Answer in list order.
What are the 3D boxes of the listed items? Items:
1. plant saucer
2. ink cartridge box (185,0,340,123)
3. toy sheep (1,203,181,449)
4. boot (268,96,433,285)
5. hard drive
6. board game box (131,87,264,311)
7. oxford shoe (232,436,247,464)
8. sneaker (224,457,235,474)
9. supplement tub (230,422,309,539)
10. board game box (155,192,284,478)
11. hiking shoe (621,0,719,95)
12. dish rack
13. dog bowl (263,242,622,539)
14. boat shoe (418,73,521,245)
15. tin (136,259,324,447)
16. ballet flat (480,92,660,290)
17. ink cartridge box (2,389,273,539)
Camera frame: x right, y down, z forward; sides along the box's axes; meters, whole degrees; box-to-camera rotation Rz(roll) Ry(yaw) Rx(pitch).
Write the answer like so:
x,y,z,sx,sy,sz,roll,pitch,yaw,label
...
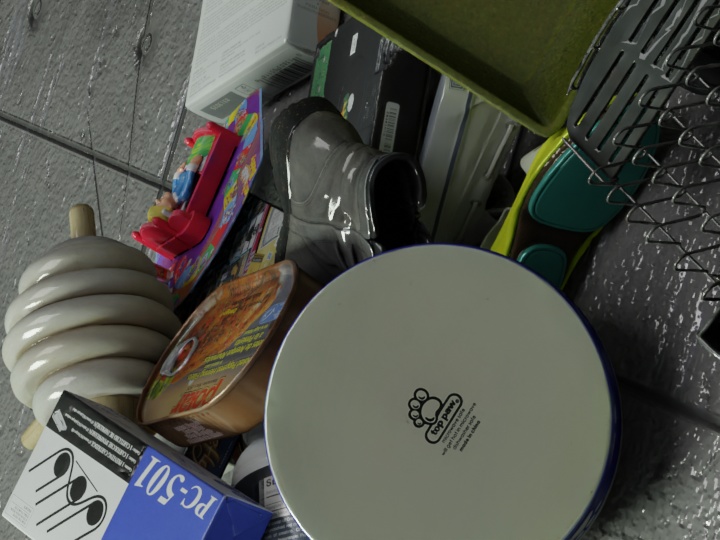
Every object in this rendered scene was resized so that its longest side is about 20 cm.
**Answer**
x,y,z,sx,sy,sz,roll,pitch,yaw,label
0.076,-0.210,1.356,0.200,0.200,0.048,-59,5,-8,plant saucer
-0.067,-0.230,1.777,0.162,0.050,0.200,-24,49,54,ink cartridge box
-0.187,0.046,1.571,0.138,0.138,0.200,-39,57,45,toy sheep
0.000,0.000,1.416,0.132,0.070,0.200,41,151,50,boot
0.001,-0.106,1.560,0.200,0.038,0.140,159,122,-72,hard drive
-0.127,-0.057,1.662,0.158,0.039,0.200,-55,19,23,board game box
-0.046,0.085,1.572,0.075,0.070,0.200,-41,45,41,oxford shoe
-0.108,0.067,1.695,0.088,0.074,0.201,-16,62,36,sneaker
-0.009,0.177,1.402,0.140,0.140,0.200,-35,49,48,supplement tub
-0.097,0.047,1.588,0.200,0.035,0.135,-64,25,2,board game box
0.203,-0.200,1.278,0.101,0.076,0.201,-23,59,54,hiking shoe
0.187,-0.069,1.212,0.200,0.054,0.154,49,123,27,dish rack
0.048,0.085,1.290,0.079,0.200,0.201,37,-116,-79,dog bowl
0.065,-0.044,1.442,0.200,0.065,0.074,103,178,-47,boat shoe
-0.081,0.056,1.434,0.112,0.042,0.200,-56,16,-22,tin
0.111,-0.033,1.370,0.200,0.067,0.067,-63,30,23,ballet flat
-0.142,0.152,1.414,0.200,0.044,0.094,26,89,50,ink cartridge box
